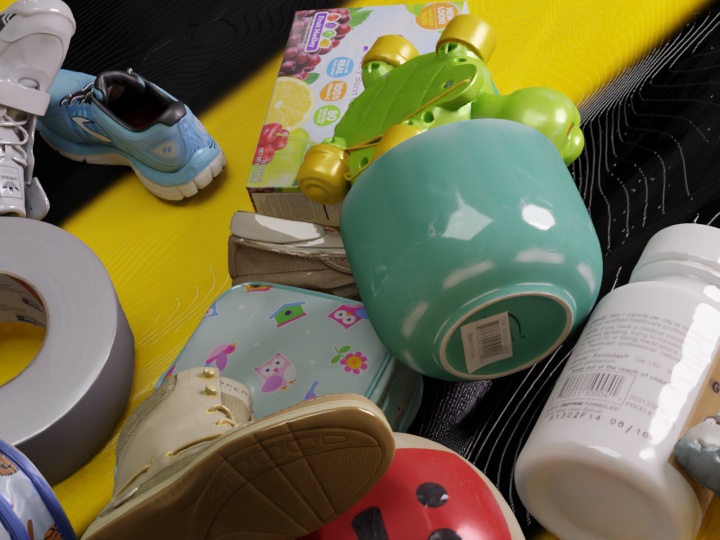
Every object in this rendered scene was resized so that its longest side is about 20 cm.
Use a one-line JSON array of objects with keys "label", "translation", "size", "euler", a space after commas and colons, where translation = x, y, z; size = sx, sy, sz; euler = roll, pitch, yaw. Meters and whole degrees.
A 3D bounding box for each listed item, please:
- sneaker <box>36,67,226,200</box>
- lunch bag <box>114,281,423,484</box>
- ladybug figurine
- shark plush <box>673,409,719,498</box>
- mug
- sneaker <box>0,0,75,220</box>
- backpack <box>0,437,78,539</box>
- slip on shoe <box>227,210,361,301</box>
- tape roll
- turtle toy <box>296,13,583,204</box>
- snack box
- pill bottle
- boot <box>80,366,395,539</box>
[{"label": "sneaker", "translation": [-0.189, -0.130, 1.512], "size": [0.200, 0.090, 0.078], "euler": [22, 56, 35]}, {"label": "lunch bag", "translation": [-0.054, 0.105, 1.254], "size": [0.160, 0.077, 0.200], "euler": [11, 51, 24]}, {"label": "ladybug figurine", "translation": [0.025, 0.169, 1.082], "size": [0.136, 0.072, 0.200], "euler": [-33, 50, 6]}, {"label": "shark plush", "translation": [0.265, 0.159, 1.093], "size": [0.083, 0.091, 0.200], "euler": [-33, 89, -20]}, {"label": "mug", "translation": [0.086, 0.001, 1.216], "size": [0.152, 0.185, 0.115], "euler": [-48, 45, 33]}, {"label": "sneaker", "translation": [-0.266, -0.106, 1.479], "size": [0.200, 0.075, 0.115], "euler": [-52, 49, 26]}, {"label": "backpack", "translation": [-0.261, 0.174, 1.170], "size": [0.200, 0.191, 0.154], "euler": [16, 53, 30]}, {"label": "slip on shoe", "translation": [0.000, 0.000, 1.356], "size": [0.200, 0.076, 0.061], "euler": [8, 89, 13]}, {"label": "tape roll", "translation": [-0.260, 0.060, 1.346], "size": [0.200, 0.066, 0.201], "euler": [-4, 55, 6]}, {"label": "turtle toy", "translation": [0.059, -0.091, 1.309], "size": [0.200, 0.101, 0.146], "euler": [-8, 44, 46]}, {"label": "snack box", "translation": [0.004, -0.120, 1.471], "size": [0.142, 0.053, 0.200], "euler": [0, 48, 14]}, {"label": "pill bottle", "translation": [0.183, 0.072, 1.188], "size": [0.114, 0.114, 0.200], "euler": [12, 52, 26]}, {"label": "boot", "translation": [-0.068, 0.100, 1.114], "size": [0.200, 0.073, 0.156], "euler": [-31, 20, 17]}]
